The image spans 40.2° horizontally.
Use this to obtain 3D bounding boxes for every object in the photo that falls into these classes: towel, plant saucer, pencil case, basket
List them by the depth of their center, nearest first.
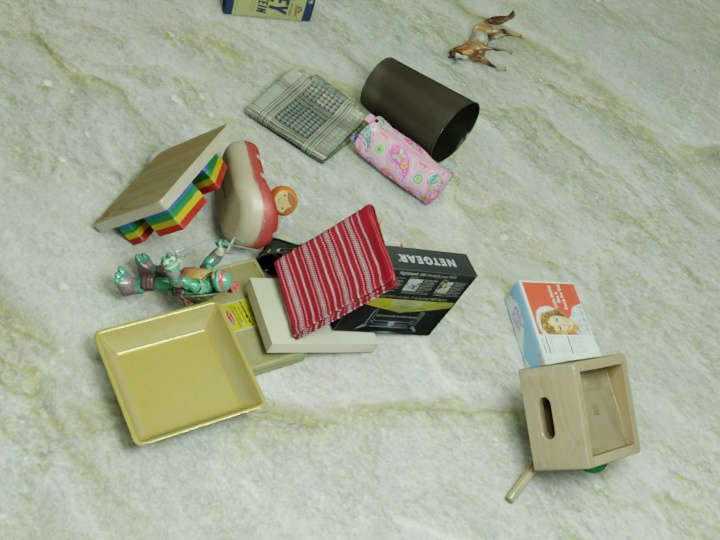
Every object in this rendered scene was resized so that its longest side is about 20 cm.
[{"bbox_3d":[-0.267,0.156,1.449,0.199,0.049,0.200,-15,58,-25],"label":"plant saucer"},{"bbox_3d":[-0.041,0.002,1.499,0.022,0.200,0.145,24,43,-53],"label":"towel"},{"bbox_3d":[0.079,-0.213,1.875,0.200,0.088,0.087,40,49,13],"label":"pencil case"},{"bbox_3d":[-0.095,-0.311,1.927,0.192,0.035,0.200,34,47,9],"label":"towel"},{"bbox_3d":[0.110,-0.325,1.952,0.200,0.136,0.180,35,34,16],"label":"basket"}]

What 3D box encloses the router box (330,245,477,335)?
[{"bbox_3d":[0.065,0.034,1.582,0.200,0.157,0.052,6,46,-35],"label":"router box"}]

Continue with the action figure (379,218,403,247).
[{"bbox_3d":[0.076,-0.026,1.707,0.199,0.099,0.065,9,23,-10],"label":"action figure"}]

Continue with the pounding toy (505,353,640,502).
[{"bbox_3d":[0.320,0.243,1.528,0.184,0.142,0.201,-2,82,-46],"label":"pounding toy"}]

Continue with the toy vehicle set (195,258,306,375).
[{"bbox_3d":[-0.184,0.075,1.570,0.124,0.027,0.200,-14,57,-30],"label":"toy vehicle set"}]

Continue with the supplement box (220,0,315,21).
[{"bbox_3d":[-0.203,-0.658,2.112,0.199,0.134,0.200,-1,51,-21],"label":"supplement box"}]

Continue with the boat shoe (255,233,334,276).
[{"bbox_3d":[-0.091,-0.014,1.596,0.201,0.074,0.063,9,54,46],"label":"boat shoe"}]

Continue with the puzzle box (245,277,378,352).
[{"bbox_3d":[-0.077,0.073,1.585,0.200,0.025,0.133,4,47,-33],"label":"puzzle box"}]

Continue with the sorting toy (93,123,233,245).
[{"bbox_3d":[-0.305,-0.131,1.607,0.070,0.200,0.199,52,50,-24],"label":"sorting toy"}]

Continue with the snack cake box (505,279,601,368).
[{"bbox_3d":[0.336,0.115,1.706,0.115,0.067,0.200,2,51,-17],"label":"snack cake box"}]

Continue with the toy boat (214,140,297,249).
[{"bbox_3d":[-0.168,-0.123,1.666,0.130,0.131,0.200,7,40,-22],"label":"toy boat"}]

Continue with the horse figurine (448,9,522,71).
[{"bbox_3d":[0.289,-0.520,2.231,0.132,0.050,0.200,15,54,16],"label":"horse figurine"}]

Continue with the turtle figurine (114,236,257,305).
[{"bbox_3d":[-0.265,0.003,1.508,0.199,0.101,0.150,-3,3,20],"label":"turtle figurine"}]
